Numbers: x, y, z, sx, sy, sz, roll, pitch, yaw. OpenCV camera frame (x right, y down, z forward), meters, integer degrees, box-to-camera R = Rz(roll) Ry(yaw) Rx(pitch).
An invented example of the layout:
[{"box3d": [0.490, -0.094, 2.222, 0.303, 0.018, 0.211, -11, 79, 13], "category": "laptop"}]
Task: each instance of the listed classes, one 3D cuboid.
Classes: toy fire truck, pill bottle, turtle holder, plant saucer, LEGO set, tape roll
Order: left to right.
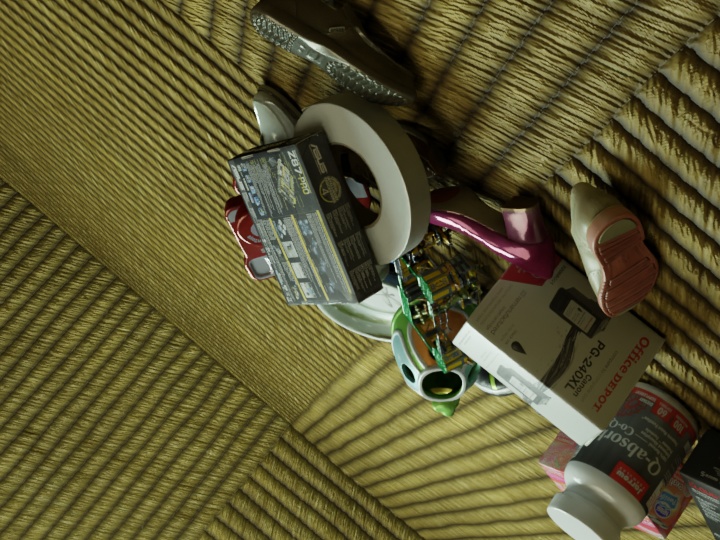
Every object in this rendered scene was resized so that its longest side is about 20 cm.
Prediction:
[{"box3d": [-0.079, -0.072, 1.493, 0.169, 0.198, 0.113, 67, -171, -45], "category": "toy fire truck"}, {"box3d": [-0.002, -0.105, 1.280, 0.202, 0.037, 0.204, 33, 139, 35], "category": "tape roll"}, {"box3d": [0.029, 0.042, 1.660, 0.198, 0.051, 0.201, 14, 153, 7], "category": "plant saucer"}, {"box3d": [0.104, 0.119, 1.560, 0.140, 0.133, 0.186, 14, 136, -16], "category": "turtle holder"}, {"box3d": [0.121, 0.019, 1.414, 0.154, 0.115, 0.201, 50, 162, 51], "category": "LEGO set"}, {"box3d": [0.331, 0.251, 1.409, 0.115, 0.200, 0.116, 35, 162, 13], "category": "pill bottle"}]

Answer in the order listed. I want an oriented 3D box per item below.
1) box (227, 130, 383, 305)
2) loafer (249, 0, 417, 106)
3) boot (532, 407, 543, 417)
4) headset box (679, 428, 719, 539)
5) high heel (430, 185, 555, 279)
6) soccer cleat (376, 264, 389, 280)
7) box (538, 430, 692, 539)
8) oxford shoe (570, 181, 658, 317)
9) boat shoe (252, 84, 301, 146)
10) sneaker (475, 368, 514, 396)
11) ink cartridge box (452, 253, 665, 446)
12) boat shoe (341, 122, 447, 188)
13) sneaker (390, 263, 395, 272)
[{"box3d": [-0.069, -0.057, 1.329, 0.161, 0.049, 0.202, -4, 112, 56], "category": "box"}, {"box3d": [-0.018, -0.243, 1.175, 0.199, 0.068, 0.076, 29, 169, -18], "category": "loafer"}, {"box3d": [0.265, 0.136, 1.465, 0.158, 0.079, 0.211, 55, 169, -21], "category": "boot"}, {"box3d": [0.494, 0.290, 1.374, 0.148, 0.075, 0.200, 21, 155, 47], "category": "headset box"}, {"box3d": [0.140, -0.044, 1.300, 0.199, 0.067, 0.097, 6, 123, 41], "category": "high heel"}, {"box3d": [0.000, 0.000, 1.447, 0.069, 0.078, 0.200, 23, 174, 2], "category": "soccer cleat"}, {"box3d": [0.371, 0.296, 1.612, 0.103, 0.095, 0.199, 50, 160, -27], "category": "box"}, {"box3d": [0.260, -0.022, 1.156, 0.074, 0.070, 0.200, 59, 176, 36], "category": "oxford shoe"}, {"box3d": [-0.102, -0.163, 1.524, 0.074, 0.068, 0.201, 28, 157, 41], "category": "boat shoe"}, {"box3d": [0.168, 0.122, 1.650, 0.199, 0.072, 0.083, 20, 151, 47], "category": "sneaker"}, {"box3d": [0.232, 0.083, 1.300, 0.199, 0.145, 0.083, 38, 158, 7], "category": "ink cartridge box"}, {"box3d": [0.022, -0.131, 1.339, 0.199, 0.074, 0.076, 16, 151, 53], "category": "boat shoe"}, {"box3d": [-0.016, -0.002, 1.723, 0.074, 0.080, 0.199, 50, 158, -23], "category": "sneaker"}]
